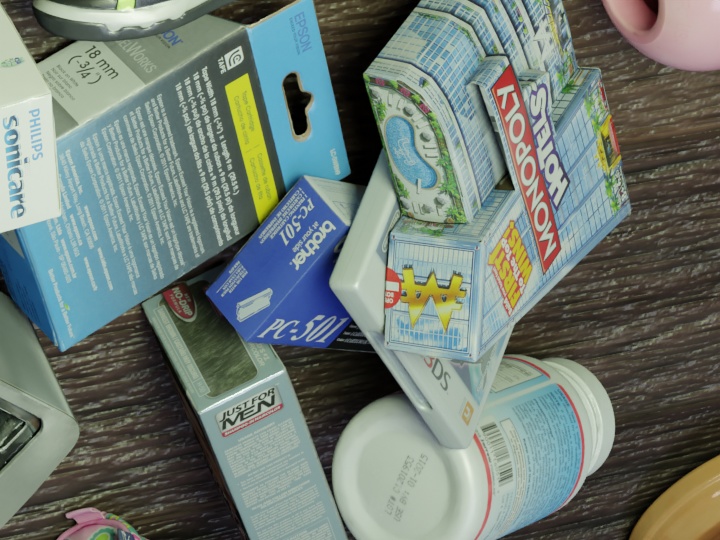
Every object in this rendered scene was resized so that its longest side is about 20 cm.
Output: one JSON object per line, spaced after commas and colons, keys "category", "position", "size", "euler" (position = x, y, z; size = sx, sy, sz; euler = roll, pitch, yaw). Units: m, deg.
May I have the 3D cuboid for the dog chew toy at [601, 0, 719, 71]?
{"category": "dog chew toy", "position": [0.233, -0.192, 1.664], "size": [0.199, 0.125, 0.125], "euler": [-22, 139, -26]}

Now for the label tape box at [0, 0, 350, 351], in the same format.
{"category": "label tape box", "position": [-0.113, -0.068, 1.590], "size": [0.200, 0.063, 0.145], "euler": [-32, 140, -18]}

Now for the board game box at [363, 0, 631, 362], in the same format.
{"category": "board game box", "position": [0.070, -0.055, 1.618], "size": [0.200, 0.061, 0.201], "euler": [-55, 140, -40]}

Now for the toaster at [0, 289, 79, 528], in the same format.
{"category": "toaster", "position": [-0.274, 0.082, 1.594], "size": [0.181, 0.119, 0.200], "euler": [-43, 139, 12]}

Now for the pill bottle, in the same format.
{"category": "pill bottle", "position": [0.078, 0.114, 1.823], "size": [0.200, 0.109, 0.109], "euler": [-16, 142, -55]}

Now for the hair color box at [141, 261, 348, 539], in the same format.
{"category": "hair color box", "position": [-0.066, 0.101, 1.759], "size": [0.060, 0.099, 0.200], "euler": [-25, 138, -7]}

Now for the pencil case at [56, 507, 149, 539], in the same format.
{"category": "pencil case", "position": [-0.117, 0.217, 1.853], "size": [0.087, 0.088, 0.200], "euler": [-45, 137, 13]}

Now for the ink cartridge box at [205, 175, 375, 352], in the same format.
{"category": "ink cartridge box", "position": [0.000, 0.000, 1.701], "size": [0.094, 0.044, 0.200], "euler": [-49, 156, 18]}

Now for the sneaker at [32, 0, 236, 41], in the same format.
{"category": "sneaker", "position": [-0.085, -0.183, 1.518], "size": [0.199, 0.072, 0.083], "euler": [-21, 114, -16]}

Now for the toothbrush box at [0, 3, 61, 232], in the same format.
{"category": "toothbrush box", "position": [-0.266, -0.074, 1.427], "size": [0.199, 0.146, 0.086], "euler": [-18, 137, -18]}

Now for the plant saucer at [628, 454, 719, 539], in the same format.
{"category": "plant saucer", "position": [0.290, 0.187, 2.095], "size": [0.199, 0.038, 0.201], "euler": [-16, 146, -11]}

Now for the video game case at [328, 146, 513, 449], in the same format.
{"category": "video game case", "position": [0.057, -0.026, 1.682], "size": [0.182, 0.023, 0.201], "euler": [55, 49, -49]}
